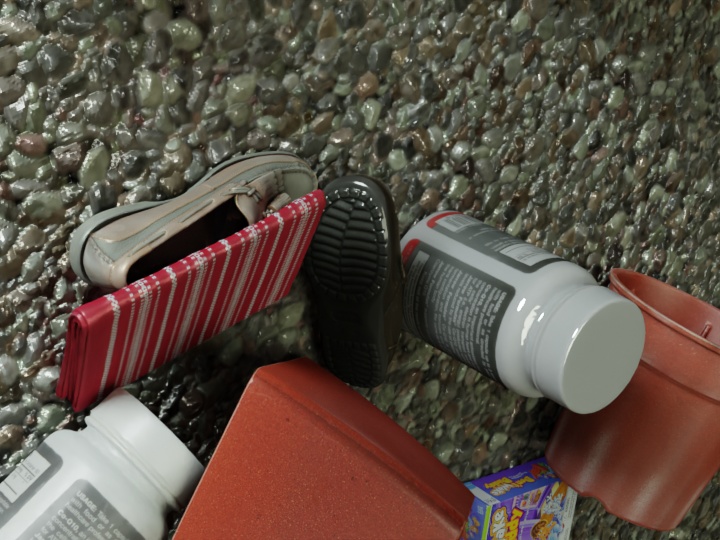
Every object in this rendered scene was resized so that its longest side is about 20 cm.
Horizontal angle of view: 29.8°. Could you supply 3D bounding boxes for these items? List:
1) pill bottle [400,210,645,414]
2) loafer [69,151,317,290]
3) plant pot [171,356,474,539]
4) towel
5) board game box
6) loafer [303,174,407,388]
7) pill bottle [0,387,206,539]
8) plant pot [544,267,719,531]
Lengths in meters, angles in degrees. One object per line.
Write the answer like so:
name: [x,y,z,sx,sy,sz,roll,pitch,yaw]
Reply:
pill bottle: [0.123,0.034,1.095,0.114,0.200,0.114,-19,122,-34]
loafer: [-0.105,-0.028,0.959,0.200,0.063,0.072,-23,125,-32]
plant pot: [-0.024,0.195,0.999,0.200,0.176,0.200,-64,172,2]
towel: [-0.120,0.020,0.946,0.200,0.023,0.145,-29,163,-28]
board game box: [0.144,0.296,1.351,0.134,0.045,0.200,-11,117,-38]
loafer: [0.000,0.000,1.070,0.071,0.073,0.200,-56,156,-46]
pill bottle: [-0.206,0.184,0.935,0.200,0.113,0.113,-45,133,-15]
plant pot: [0.286,0.130,1.310,0.201,0.201,0.196,13,109,-44]
